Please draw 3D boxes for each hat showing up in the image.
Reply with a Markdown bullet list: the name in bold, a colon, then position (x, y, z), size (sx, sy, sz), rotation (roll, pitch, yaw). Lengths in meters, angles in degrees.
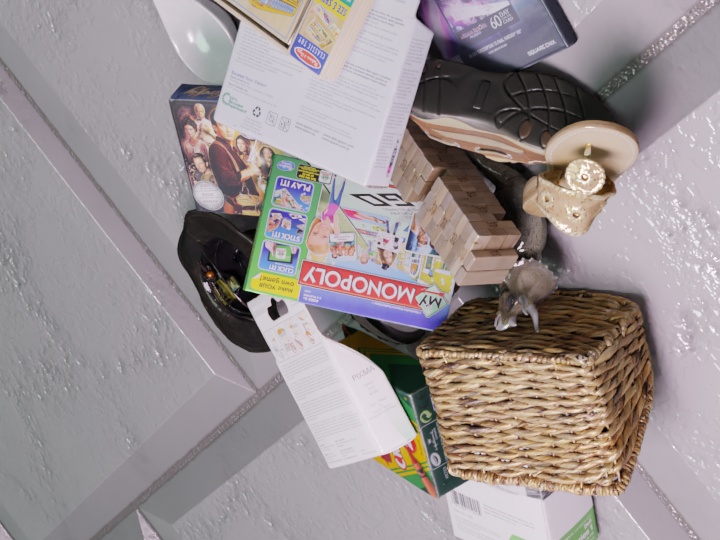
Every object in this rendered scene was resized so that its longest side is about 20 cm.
- **hat**: position (-0.124, -0.002, 1.755), size (0.201, 0.081, 0.201), rotation (38, 146, 32)

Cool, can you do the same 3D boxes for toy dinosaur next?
- **toy dinosaur**: position (0.142, -0.041, 1.445), size (0.102, 0.077, 0.201), rotation (-4, 84, 46)

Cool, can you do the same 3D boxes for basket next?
- **basket**: position (0.177, 0.110, 1.451), size (0.200, 0.143, 0.149), rotation (-1, 115, 37)

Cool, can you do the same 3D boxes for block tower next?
- **block tower**: position (0.077, -0.075, 1.426), size (0.200, 0.058, 0.054), rotation (58, 134, 34)

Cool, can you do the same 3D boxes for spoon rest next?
- **spoon rest**: position (-0.186, -0.286, 1.609), size (0.099, 0.061, 0.200), rotation (-4, 114, 49)

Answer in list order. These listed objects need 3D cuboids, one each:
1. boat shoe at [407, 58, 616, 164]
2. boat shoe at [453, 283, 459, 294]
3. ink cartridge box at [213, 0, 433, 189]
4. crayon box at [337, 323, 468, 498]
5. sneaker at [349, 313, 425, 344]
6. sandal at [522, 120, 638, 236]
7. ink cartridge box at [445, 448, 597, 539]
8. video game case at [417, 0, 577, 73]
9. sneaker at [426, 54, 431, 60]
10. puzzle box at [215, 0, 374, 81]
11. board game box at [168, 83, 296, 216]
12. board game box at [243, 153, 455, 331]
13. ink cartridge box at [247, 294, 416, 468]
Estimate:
- **boat shoe**: position (0.134, -0.134, 1.370), size (0.200, 0.076, 0.074), rotation (20, 159, 20)
- **boat shoe**: position (0.000, 0.000, 1.544), size (0.199, 0.072, 0.065), rotation (10, 137, -9)
- **ink cartridge box**: position (-0.029, -0.199, 1.388), size (0.196, 0.043, 0.200), rotation (26, 105, 34)
- **crayon box**: position (0.030, 0.144, 1.604), size (0.200, 0.051, 0.127), rotation (24, 135, 56)
- **sneaker**: position (0.014, -0.011, 1.600), size (0.079, 0.074, 0.200), rotation (-19, 104, 47)
- **sandal**: position (0.184, -0.060, 1.304), size (0.077, 0.070, 0.212), rotation (7, 166, -6)
- **ink cartridge box**: position (0.158, 0.201, 1.597), size (0.146, 0.084, 0.200), rotation (17, 130, 42)
- **video game case**: position (0.093, -0.265, 1.354), size (0.143, 0.019, 0.200), rotation (-20, 104, 53)
- **sneaker**: position (0.007, -0.243, 1.420), size (0.200, 0.078, 0.099), rotation (47, 140, 7)
- **puzzle box**: position (-0.066, -0.275, 1.375), size (0.200, 0.025, 0.133), rotation (39, 113, 31)
- **board game box**: position (-0.086, -0.118, 1.540), size (0.200, 0.035, 0.136), rotation (5, 126, 24)
- **board game box**: position (-0.002, -0.025, 1.483), size (0.029, 0.199, 0.135), rotation (-169, 91, -80)
- **ink cartridge box**: position (-0.033, 0.101, 1.569), size (0.200, 0.050, 0.161), rotation (64, 157, 2)
